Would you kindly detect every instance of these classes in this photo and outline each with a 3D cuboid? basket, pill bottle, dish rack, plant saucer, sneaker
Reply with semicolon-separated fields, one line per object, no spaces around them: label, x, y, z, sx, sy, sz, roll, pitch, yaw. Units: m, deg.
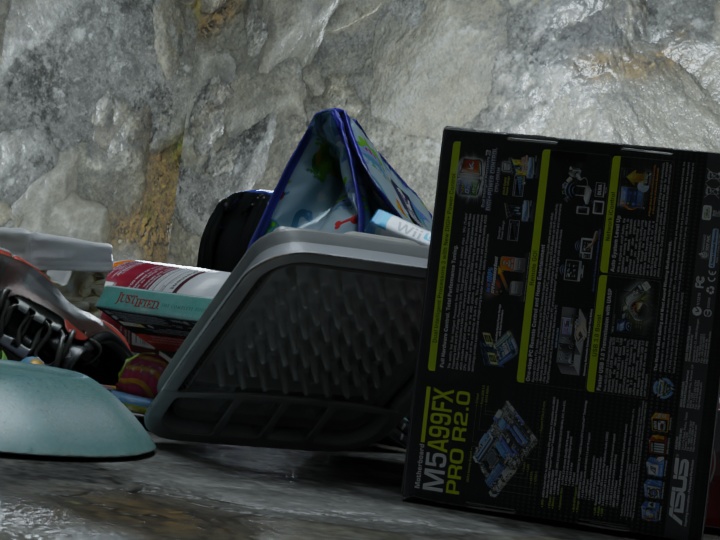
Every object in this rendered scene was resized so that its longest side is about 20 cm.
basket;-0.321;0.024;1.207;0.199;0.124;0.135;6;-1;22
pill bottle;-0.147;0.053;1.257;0.200;0.113;0.113;7;-1;45
dish rack;-0.025;0.040;0.890;0.171;0.044;0.200;8;-39;-28
plant saucer;-0.214;0.072;0.843;0.200;0.039;0.201;7;-1;0
sneaker;-0.234;0.042;1.084;0.200;0.077;0.082;29;-3;-37

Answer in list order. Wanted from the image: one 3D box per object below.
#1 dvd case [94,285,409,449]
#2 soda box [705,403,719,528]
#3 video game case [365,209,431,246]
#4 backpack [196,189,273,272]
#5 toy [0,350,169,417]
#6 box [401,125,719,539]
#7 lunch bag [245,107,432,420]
dvd case;-0.071;0.068;1.036;0.146;0.022;0.200;5;-26;42
soda box;0.140;0.102;0.850;0.199;0.070;0.063;8;-1;6
video game case;0.086;0.053;0.935;0.199;0.018;0.143;24;-41;9
backpack;-0.084;0.023;1.500;0.167;0.201;0.162;8;-2;-42
toy;-0.154;0.079;1.028;0.199;0.047;0.115;7;0;-20
box;0.113;0.031;0.784;0.160;0.201;0.044;6;0;15
lunch bag;0.000;0.000;1.145;0.127;0.201;0.170;-5;-28;26
